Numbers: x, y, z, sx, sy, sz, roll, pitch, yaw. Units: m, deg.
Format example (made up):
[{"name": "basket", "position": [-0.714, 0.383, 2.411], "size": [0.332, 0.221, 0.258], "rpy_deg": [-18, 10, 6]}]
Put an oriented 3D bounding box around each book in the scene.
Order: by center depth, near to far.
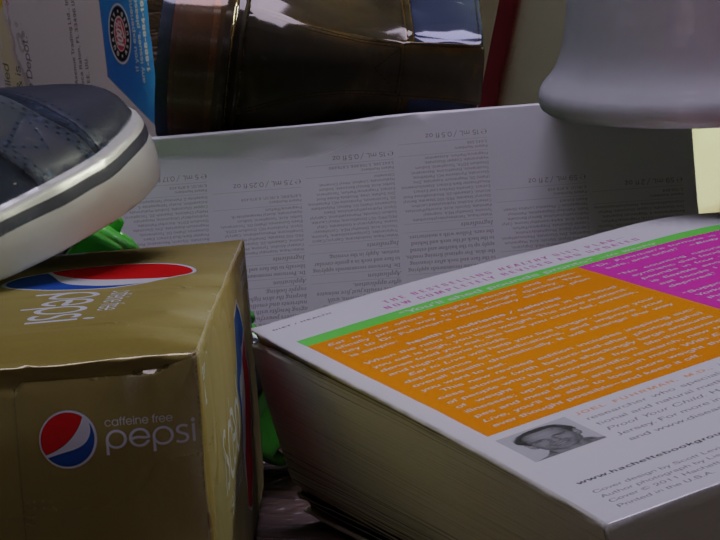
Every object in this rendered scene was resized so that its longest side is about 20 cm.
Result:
[{"name": "book", "position": [0.072, 0.026, 0.630], "size": [0.133, 0.048, 0.200], "rpy_deg": [-20, 12, -17]}]

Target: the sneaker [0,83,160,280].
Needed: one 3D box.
[{"name": "sneaker", "position": [-0.134, -0.022, 0.651], "size": [0.200, 0.080, 0.078], "rpy_deg": [-24, 16, -37]}]

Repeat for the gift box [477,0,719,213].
[{"name": "gift box", "position": [0.088, -0.072, 1.029], "size": [0.200, 0.187, 0.184], "rpy_deg": [26, 23, 38]}]

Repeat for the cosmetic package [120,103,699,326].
[{"name": "cosmetic package", "position": [0.000, 0.000, 0.845], "size": [0.200, 0.083, 0.051], "rpy_deg": [-4, -11, 5]}]

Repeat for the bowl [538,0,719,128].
[{"name": "bowl", "position": [0.142, -0.098, 0.785], "size": [0.201, 0.091, 0.201], "rpy_deg": [-7, 10, 1]}]

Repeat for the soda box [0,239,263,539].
[{"name": "soda box", "position": [-0.058, 0.038, 0.638], "size": [0.064, 0.068, 0.200], "rpy_deg": [-4, 6, 0]}]

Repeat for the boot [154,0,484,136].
[{"name": "boot", "position": [-0.008, -0.068, 0.926], "size": [0.097, 0.075, 0.200], "rpy_deg": [6, 10, 3]}]

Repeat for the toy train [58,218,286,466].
[{"name": "toy train", "position": [-0.092, -0.006, 0.795], "size": [0.200, 0.042, 0.056], "rpy_deg": [30, 0, 23]}]

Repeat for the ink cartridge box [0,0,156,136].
[{"name": "ink cartridge box", "position": [-0.180, -0.039, 1.070], "size": [0.144, 0.148, 0.200], "rpy_deg": [-2, 6, 23]}]
